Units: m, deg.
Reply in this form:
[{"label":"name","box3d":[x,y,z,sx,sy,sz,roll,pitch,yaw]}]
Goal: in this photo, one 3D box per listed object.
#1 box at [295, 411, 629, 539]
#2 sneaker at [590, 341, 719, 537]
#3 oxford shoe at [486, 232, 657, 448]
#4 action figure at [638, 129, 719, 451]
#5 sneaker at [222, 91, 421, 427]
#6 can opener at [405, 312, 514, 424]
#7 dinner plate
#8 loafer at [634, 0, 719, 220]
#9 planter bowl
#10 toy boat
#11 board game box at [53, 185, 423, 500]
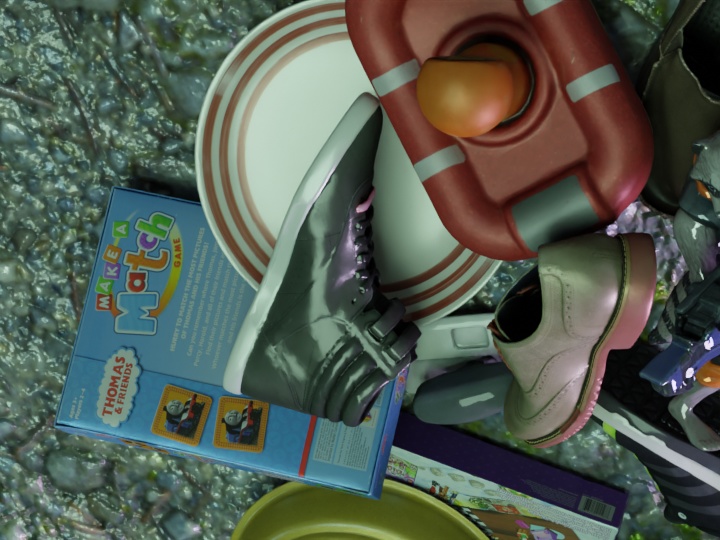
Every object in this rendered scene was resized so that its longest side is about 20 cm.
[{"label":"box","box3d":[0.055,0.167,1.767,0.199,0.039,0.137,20,126,6]},{"label":"sneaker","box3d":[0.192,0.119,1.673,0.200,0.072,0.083,33,127,-3]},{"label":"oxford shoe","box3d":[0.103,0.035,1.576,0.074,0.071,0.200,6,145,-11]},{"label":"action figure","box3d":[0.190,0.005,1.526,0.104,0.200,0.194,32,143,30]},{"label":"sneaker","box3d":[0.000,0.000,1.601,0.099,0.071,0.201,24,112,6]},{"label":"can opener","box3d":[0.005,0.063,1.702,0.199,0.067,0.054,-6,118,14]},{"label":"dinner plate","box3d":[0.001,-0.062,1.631,0.199,0.024,0.201,4,103,16]},{"label":"loafer","box3d":[0.187,-0.106,1.536,0.073,0.071,0.201,17,124,8]},{"label":"planter bowl","box3d":[-0.002,0.231,1.753,0.200,0.084,0.201,10,126,13]},{"label":"toy boat","box3d":[0.066,-0.102,1.519,0.130,0.131,0.201,-28,87,18]},{"label":"board game box","box3d":[-0.069,0.042,1.680,0.199,0.037,0.152,12,81,12]}]
